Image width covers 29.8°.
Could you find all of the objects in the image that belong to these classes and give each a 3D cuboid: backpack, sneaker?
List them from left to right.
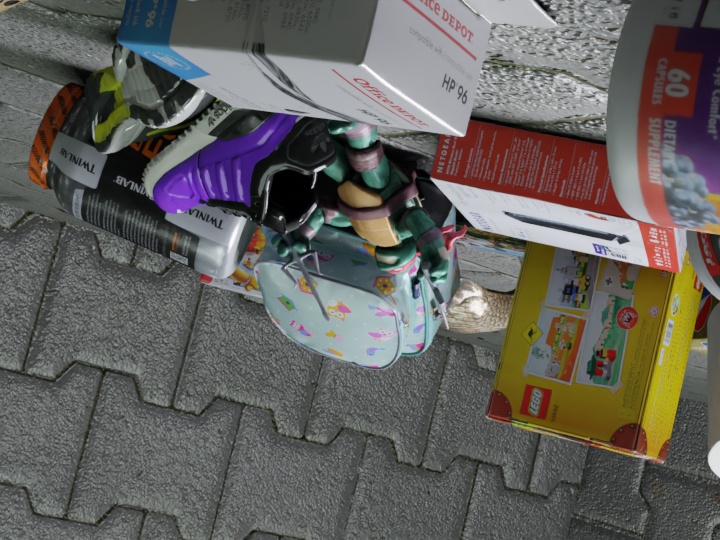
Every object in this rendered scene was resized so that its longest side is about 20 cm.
[{"bbox_3d":[-0.133,-0.138,0.965,0.084,0.076,0.199,-16,-177,-31],"label":"sneaker"},{"bbox_3d":[-0.083,-0.064,0.956,0.100,0.069,0.200,56,143,-2],"label":"sneaker"},{"bbox_3d":[0.000,0.000,1.228,0.174,0.155,0.201,14,157,18],"label":"backpack"}]

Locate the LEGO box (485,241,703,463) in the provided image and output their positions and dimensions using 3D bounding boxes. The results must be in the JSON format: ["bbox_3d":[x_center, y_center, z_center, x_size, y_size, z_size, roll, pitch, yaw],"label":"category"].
[{"bbox_3d":[0.211,0.053,1.197,0.147,0.203,0.077,11,174,35],"label":"LEGO box"}]

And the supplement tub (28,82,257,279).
[{"bbox_3d":[-0.185,-0.084,1.201,0.198,0.124,0.123,23,175,1],"label":"supplement tub"}]

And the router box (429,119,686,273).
[{"bbox_3d":[0.161,-0.055,1.036,0.177,0.050,0.200,13,175,17],"label":"router box"}]

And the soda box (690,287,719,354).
[{"bbox_3d":[0.378,0.049,1.428,0.063,0.069,0.200,14,175,-3],"label":"soda box"}]

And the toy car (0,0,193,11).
[{"bbox_3d":[-0.178,-0.143,0.604,0.163,0.160,0.199,25,-165,40],"label":"toy car"}]

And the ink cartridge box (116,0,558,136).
[{"bbox_3d":[-0.012,-0.123,0.700,0.198,0.069,0.116,11,174,33],"label":"ink cartridge box"}]

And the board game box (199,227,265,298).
[{"bbox_3d":[-0.080,-0.024,1.595,0.197,0.128,0.035,13,175,12],"label":"board game box"}]

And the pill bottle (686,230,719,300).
[{"bbox_3d":[0.243,-0.029,0.719,0.114,0.118,0.200,14,174,1],"label":"pill bottle"}]

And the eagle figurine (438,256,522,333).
[{"bbox_3d":[0.174,0.035,1.389,0.151,0.200,0.152,49,137,2],"label":"eagle figurine"}]

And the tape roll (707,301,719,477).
[{"bbox_3d":[0.417,0.111,1.233,0.200,0.141,0.203,6,153,3],"label":"tape roll"}]

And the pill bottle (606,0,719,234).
[{"bbox_3d":[0.206,-0.060,0.526,0.198,0.113,0.111,11,174,30],"label":"pill bottle"}]

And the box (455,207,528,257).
[{"bbox_3d":[0.089,-0.053,1.308,0.198,0.038,0.136,11,174,33],"label":"box"}]

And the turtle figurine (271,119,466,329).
[{"bbox_3d":[0.001,-0.045,1.019,0.148,0.101,0.201,-4,130,30],"label":"turtle figurine"}]
